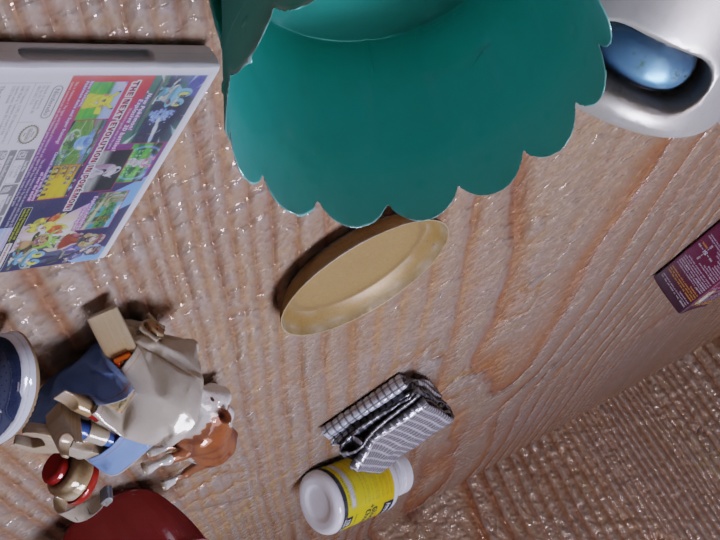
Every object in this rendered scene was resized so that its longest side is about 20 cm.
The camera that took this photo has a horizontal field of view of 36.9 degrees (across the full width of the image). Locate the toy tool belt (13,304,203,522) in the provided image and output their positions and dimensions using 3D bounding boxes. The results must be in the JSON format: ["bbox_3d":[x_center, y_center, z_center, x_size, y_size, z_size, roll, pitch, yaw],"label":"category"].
[{"bbox_3d":[-0.238,0.116,0.939,0.200,0.125,0.123,-41,127,17],"label":"toy tool belt"}]

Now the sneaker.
[{"bbox_3d":[-0.335,0.118,0.829,0.200,0.071,0.108,-40,161,31],"label":"sneaker"}]

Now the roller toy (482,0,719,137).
[{"bbox_3d":[0.168,-0.178,0.674,0.181,0.200,0.141,-15,143,-46],"label":"roller toy"}]

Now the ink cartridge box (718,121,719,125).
[{"bbox_3d":[0.450,-0.170,1.106,0.145,0.201,0.085,-19,158,-29],"label":"ink cartridge box"}]

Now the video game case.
[{"bbox_3d":[-0.202,-0.063,0.664,0.181,0.023,0.200,-11,151,-45],"label":"video game case"}]

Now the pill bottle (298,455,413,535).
[{"bbox_3d":[-0.003,0.378,1.882,0.199,0.113,0.112,-12,153,-43],"label":"pill bottle"}]

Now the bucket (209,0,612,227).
[{"bbox_3d":[0.017,-0.136,0.567,0.204,0.136,0.208,-9,148,-6],"label":"bucket"}]

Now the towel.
[{"bbox_3d":[0.051,0.241,1.673,0.165,0.086,0.200,-35,160,8],"label":"towel"}]

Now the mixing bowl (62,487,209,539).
[{"bbox_3d":[-0.302,0.347,1.368,0.199,0.109,0.201,-28,161,-10],"label":"mixing bowl"}]

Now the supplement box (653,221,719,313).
[{"bbox_3d":[0.636,-0.019,1.917,0.110,0.086,0.200,-10,151,-46],"label":"supplement box"}]

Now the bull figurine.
[{"bbox_3d":[-0.190,0.189,1.224,0.120,0.066,0.200,-24,157,-8],"label":"bull figurine"}]

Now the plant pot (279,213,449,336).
[{"bbox_3d":[0.000,0.000,1.107,0.199,0.028,0.200,-29,160,-11],"label":"plant pot"}]
